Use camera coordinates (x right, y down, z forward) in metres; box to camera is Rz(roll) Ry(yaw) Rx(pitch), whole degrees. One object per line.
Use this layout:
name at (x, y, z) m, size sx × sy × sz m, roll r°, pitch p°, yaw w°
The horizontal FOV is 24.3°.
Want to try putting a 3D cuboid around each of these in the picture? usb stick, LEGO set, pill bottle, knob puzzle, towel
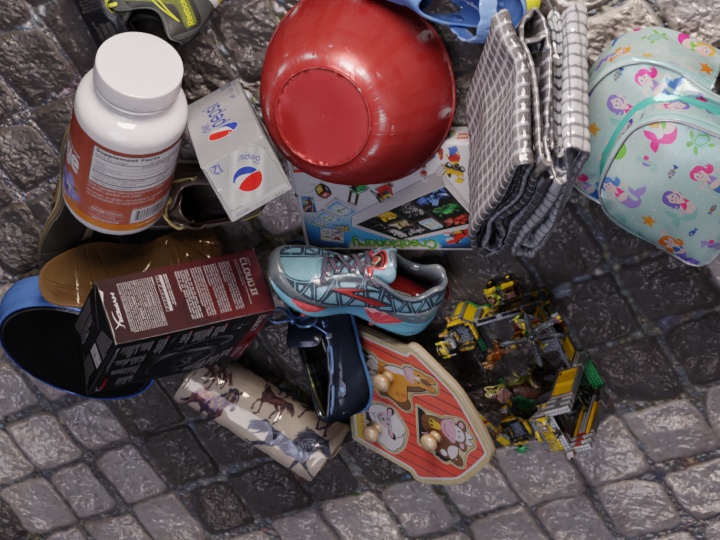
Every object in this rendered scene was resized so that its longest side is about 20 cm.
usb stick at (-0.238, -0.221, 1.699) m, size 0.055 × 0.033 × 0.201 m, roll -8°, pitch 121°, yaw 33°
LEGO set at (0.164, 0.119, 1.732) m, size 0.153 × 0.116 × 0.201 m, roll -10°, pitch 119°, yaw 26°
pill bottle at (-0.232, -0.136, 1.653) m, size 0.112 × 0.112 × 0.200 m, roll 25°, pitch 140°, yaw 2°
knob puzzle at (0.057, 0.161, 1.804) m, size 0.219 × 0.030 × 0.221 m, roll 28°, pitch 138°, yaw 29°
towel at (0.143, -0.123, 1.501) m, size 0.085 × 0.167 × 0.200 m, roll 5°, pitch 154°, yaw -6°

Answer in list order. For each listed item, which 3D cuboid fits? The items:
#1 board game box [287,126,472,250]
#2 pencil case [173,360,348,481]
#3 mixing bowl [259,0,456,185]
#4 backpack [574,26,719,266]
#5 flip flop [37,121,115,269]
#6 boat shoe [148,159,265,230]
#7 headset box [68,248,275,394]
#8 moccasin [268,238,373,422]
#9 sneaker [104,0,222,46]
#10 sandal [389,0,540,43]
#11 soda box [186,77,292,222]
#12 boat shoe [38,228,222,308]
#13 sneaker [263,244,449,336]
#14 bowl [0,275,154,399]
board game box at (0.030, -0.082, 1.695) m, size 0.199 × 0.035 × 0.127 m, roll 1°, pitch 123°, yaw 20°
pencil case at (-0.110, 0.162, 1.891) m, size 0.199 × 0.089 × 0.078 m, roll 31°, pitch 100°, yaw -3°
mixing bowl at (-0.018, -0.161, 1.587) m, size 0.199 × 0.108 × 0.201 m, roll 7°, pitch 113°, yaw 17°
backpack at (0.284, -0.115, 1.514) m, size 0.199 × 0.151 × 0.178 m, roll 31°, pitch 130°, yaw 3°
flip flop at (-0.302, -0.081, 1.805) m, size 0.081 × 0.058 × 0.201 m, roll 3°, pitch 118°, yaw -18°
boat shoe at (-0.176, -0.075, 1.759) m, size 0.199 × 0.060 × 0.072 m, roll -9°, pitch 121°, yaw 25°
headset box at (-0.191, 0.053, 1.763) m, size 0.078 × 0.199 × 0.149 m, roll 68°, pitch 154°, yaw 16°
moccasin at (-0.044, 0.067, 1.774) m, size 0.080 × 0.068 × 0.201 m, roll -12°, pitch 103°, yaw 57°
sneaker at (-0.230, -0.287, 1.602) m, size 0.199 × 0.085 × 0.074 m, roll 28°, pitch 173°, yaw 0°
sandal at (0.063, -0.263, 1.525) m, size 0.199 × 0.087 × 0.080 m, roll 19°, pitch 130°, yaw 9°
soda box at (-0.122, -0.119, 1.618) m, size 0.068 × 0.200 × 0.064 m, roll -29°, pitch 115°, yaw 0°
boat shoe at (-0.245, 0.005, 1.805) m, size 0.199 × 0.073 × 0.072 m, roll -15°, pitch 162°, yaw -4°
sneaker at (0.000, 0.000, 1.708) m, size 0.199 × 0.080 × 0.096 m, roll 12°, pitch 144°, yaw -24°
bowl at (-0.317, 0.081, 1.895) m, size 0.199 × 0.040 × 0.201 m, roll 10°, pitch 145°, yaw 7°
